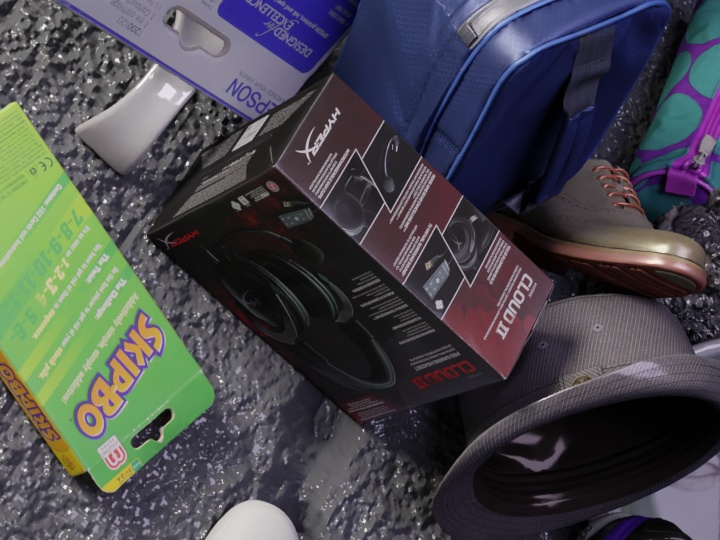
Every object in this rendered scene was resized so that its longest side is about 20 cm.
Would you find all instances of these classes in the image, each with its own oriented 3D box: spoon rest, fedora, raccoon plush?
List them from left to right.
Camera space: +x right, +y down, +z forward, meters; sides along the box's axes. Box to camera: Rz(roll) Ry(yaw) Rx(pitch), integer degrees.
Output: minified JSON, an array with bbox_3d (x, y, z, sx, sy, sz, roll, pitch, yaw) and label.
[{"bbox_3d":[-0.091,-0.145,1.145,0.099,0.060,0.201,41,58,-19],"label":"spoon rest"},{"bbox_3d":[0.127,0.079,1.173,0.177,0.198,0.091,45,24,-56],"label":"fedora"},{"bbox_3d":[0.242,0.012,1.283,0.198,0.134,0.098,10,62,-32],"label":"raccoon plush"}]

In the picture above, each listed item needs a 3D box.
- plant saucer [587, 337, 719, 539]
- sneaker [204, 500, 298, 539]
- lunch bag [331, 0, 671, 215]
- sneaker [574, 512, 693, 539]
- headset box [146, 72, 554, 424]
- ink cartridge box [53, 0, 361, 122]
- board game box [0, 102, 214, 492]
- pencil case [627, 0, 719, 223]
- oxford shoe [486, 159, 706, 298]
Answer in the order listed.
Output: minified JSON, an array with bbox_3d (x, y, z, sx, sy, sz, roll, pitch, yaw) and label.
[{"bbox_3d":[0.238,0.141,1.274,0.198,0.050,0.203,-1,95,-8],"label":"plant saucer"},{"bbox_3d":[-0.059,0.216,1.048,0.072,0.084,0.202,26,61,-25],"label":"sneaker"},{"bbox_3d":[0.078,-0.112,1.117,0.135,0.201,0.133,-21,64,-28],"label":"lunch bag"},{"bbox_3d":[0.137,0.227,1.162,0.069,0.099,0.201,42,68,-18],"label":"sneaker"},{"bbox_3d":[0.000,0.000,1.112,0.200,0.148,0.078,44,57,-18],"label":"headset box"},{"bbox_3d":[-0.052,-0.193,1.062,0.043,0.200,0.198,48,11,36],"label":"ink cartridge box"},{"bbox_3d":[-0.167,0.017,1.064,0.095,0.030,0.201,-40,98,-36],"label":"board game box"},{"bbox_3d":[0.245,-0.108,1.355,0.084,0.093,0.201,26,58,1],"label":"pencil case"},{"bbox_3d":[0.142,-0.033,1.185,0.070,0.199,0.074,27,86,-35],"label":"oxford shoe"}]
